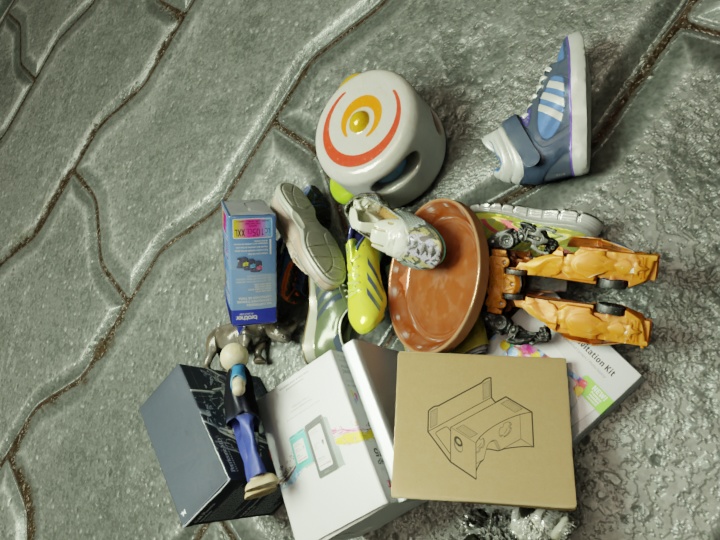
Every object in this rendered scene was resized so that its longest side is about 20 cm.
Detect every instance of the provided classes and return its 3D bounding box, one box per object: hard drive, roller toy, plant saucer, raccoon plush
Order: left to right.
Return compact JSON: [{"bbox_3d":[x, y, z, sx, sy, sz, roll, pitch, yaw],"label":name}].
[{"bbox_3d":[0.029,-0.203,0.864,0.180,0.139,0.203,10,80,34],"label":"roller toy"},{"bbox_3d":[0.050,0.192,0.733,0.027,0.131,0.202,-33,60,20],"label":"hard drive"},{"bbox_3d":[0.100,0.009,0.732,0.200,0.032,0.204,-29,56,55],"label":"plant saucer"},{"bbox_3d":[0.195,0.344,0.640,0.132,0.097,0.203,-14,98,21],"label":"raccoon plush"}]

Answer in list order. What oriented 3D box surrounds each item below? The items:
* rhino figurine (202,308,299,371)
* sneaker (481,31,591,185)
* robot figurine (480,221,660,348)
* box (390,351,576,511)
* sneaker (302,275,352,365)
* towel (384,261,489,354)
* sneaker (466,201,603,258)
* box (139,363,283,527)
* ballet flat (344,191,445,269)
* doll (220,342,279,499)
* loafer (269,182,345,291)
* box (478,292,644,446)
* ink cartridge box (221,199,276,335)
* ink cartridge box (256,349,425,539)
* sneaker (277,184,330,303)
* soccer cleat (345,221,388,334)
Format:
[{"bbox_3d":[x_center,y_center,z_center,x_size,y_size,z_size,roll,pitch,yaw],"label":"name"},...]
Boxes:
[{"bbox_3d":[-0.186,0.114,0.957,0.198,0.060,0.089,-22,53,23],"label":"rhino figurine"},{"bbox_3d":[0.234,-0.216,0.767,0.144,0.080,0.204,-2,80,28],"label":"sneaker"},{"bbox_3d":[0.231,0.021,0.652,0.198,0.058,0.148,9,99,34],"label":"robot figurine"},{"bbox_3d":[0.137,0.178,0.641,0.196,0.021,0.166,1,65,9],"label":"box"},{"bbox_3d":[-0.033,0.049,0.881,0.088,0.067,0.204,-2,71,19],"label":"sneaker"},{"bbox_3d":[0.100,0.046,0.786,0.143,0.023,0.203,-35,55,40],"label":"towel"},{"bbox_3d":[0.206,-0.036,0.737,0.198,0.078,0.092,10,88,37],"label":"sneaker"},{"bbox_3d":[-0.203,0.259,0.849,0.104,0.181,0.201,-46,57,13],"label":"box"},{"bbox_3d":[0.033,-0.053,0.756,0.073,0.072,0.200,-56,37,6],"label":"ballet flat"},{"bbox_3d":[-0.154,0.190,0.741,0.137,0.048,0.202,111,144,-56],"label":"doll"},{"bbox_3d":[-0.085,-0.044,0.864,0.063,0.071,0.202,-49,57,34],"label":"loafer"},{"bbox_3d":[0.216,0.144,0.696,0.200,0.041,0.156,-47,56,11],"label":"box"},{"bbox_3d":[-0.178,-0.001,0.895,0.136,0.075,0.203,-137,45,-66],"label":"ink cartridge box"},{"bbox_3d":[-0.019,0.239,0.756,0.145,0.146,0.202,-35,60,20],"label":"ink cartridge box"},{"bbox_3d":[-0.112,-0.050,0.953,0.078,0.075,0.203,11,80,38],"label":"sneaker"},{"bbox_3d":[-0.001,0.000,0.824,0.064,0.084,0.202,-20,45,26],"label":"soccer cleat"}]
